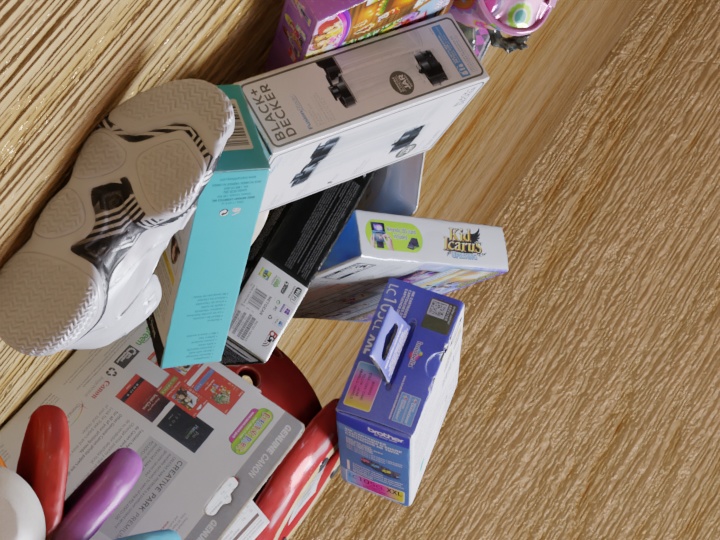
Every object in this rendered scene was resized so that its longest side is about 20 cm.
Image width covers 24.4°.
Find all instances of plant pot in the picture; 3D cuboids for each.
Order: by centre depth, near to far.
[{"bbox_3d":[-0.121,0.159,1.525,0.201,0.182,0.201,-54,170,-14],"label":"plant pot"}]

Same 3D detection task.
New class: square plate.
[{"bbox_3d":[0.024,-0.123,1.527,0.200,0.028,0.200,135,-36,-69],"label":"square plate"}]

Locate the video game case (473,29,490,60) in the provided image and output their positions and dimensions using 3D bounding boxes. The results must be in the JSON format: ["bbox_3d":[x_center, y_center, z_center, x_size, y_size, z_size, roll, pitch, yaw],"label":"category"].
[{"bbox_3d":[0.114,-0.254,1.670,0.201,0.036,0.182,-73,-173,-56],"label":"video game case"}]

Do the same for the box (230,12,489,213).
[{"bbox_3d":[-0.017,-0.110,1.215,0.199,0.060,0.117,-23,166,-30],"label":"box"}]

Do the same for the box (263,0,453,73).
[{"bbox_3d":[0.000,-0.176,1.232,0.136,0.039,0.200,-27,167,-19],"label":"box"}]

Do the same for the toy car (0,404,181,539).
[{"bbox_3d":[-0.199,0.168,1.059,0.151,0.199,0.175,-60,-168,-26],"label":"toy car"}]

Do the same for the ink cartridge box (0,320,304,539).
[{"bbox_3d":[-0.166,0.149,1.230,0.200,0.175,0.084,-49,169,-42],"label":"ink cartridge box"}]

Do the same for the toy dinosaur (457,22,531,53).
[{"bbox_3d":[0.093,-0.208,1.422,0.199,0.088,0.048,-29,-149,12],"label":"toy dinosaur"}]

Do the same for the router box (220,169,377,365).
[{"bbox_3d":[-0.072,-0.019,1.360,0.201,0.051,0.149,-60,-162,-15],"label":"router box"}]

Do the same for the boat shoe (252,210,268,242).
[{"bbox_3d":[-0.141,-0.006,1.288,0.200,0.062,0.073,-54,-141,31],"label":"boat shoe"}]

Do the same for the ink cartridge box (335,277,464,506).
[{"bbox_3d":[0.035,0.102,1.461,0.200,0.076,0.137,91,19,-63],"label":"ink cartridge box"}]

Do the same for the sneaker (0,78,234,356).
[{"bbox_3d":[-0.148,-0.029,1.047,0.200,0.075,0.115,-52,172,-4],"label":"sneaker"}]

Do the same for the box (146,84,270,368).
[{"bbox_3d":[-0.112,-0.027,1.154,0.049,0.083,0.201,-5,141,-21],"label":"box"}]

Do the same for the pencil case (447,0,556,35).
[{"bbox_3d":[0.080,-0.234,1.295,0.088,0.087,0.200,-57,-153,-2],"label":"pencil case"}]

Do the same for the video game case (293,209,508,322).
[{"bbox_3d":[0.000,0.000,1.494,0.180,0.046,0.199,6,161,-42],"label":"video game case"}]

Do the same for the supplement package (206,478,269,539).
[{"bbox_3d":[-0.203,0.245,1.371,0.200,0.111,0.156,-39,-179,26],"label":"supplement package"}]
